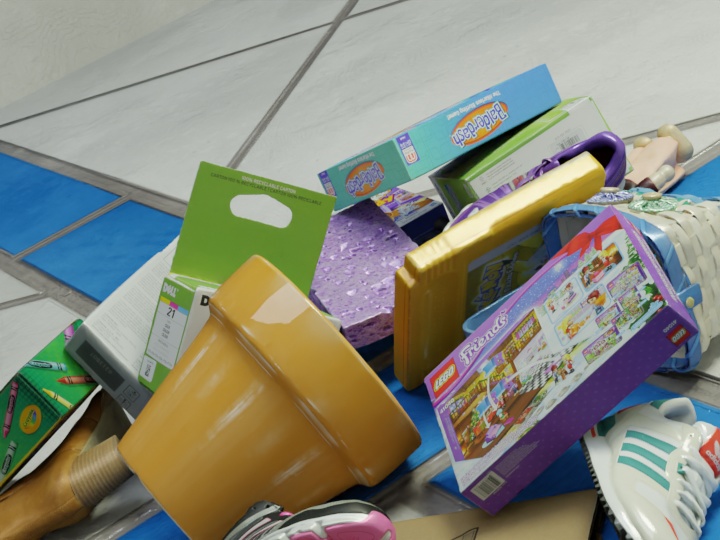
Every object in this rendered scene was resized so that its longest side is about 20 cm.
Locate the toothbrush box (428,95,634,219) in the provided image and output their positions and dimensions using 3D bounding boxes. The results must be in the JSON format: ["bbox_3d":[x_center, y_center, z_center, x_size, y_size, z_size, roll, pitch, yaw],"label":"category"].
[{"bbox_3d":[0.162,-0.095,1.563,0.145,0.087,0.200,-33,6,-3],"label":"toothbrush box"}]

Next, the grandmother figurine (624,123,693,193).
[{"bbox_3d":[0.255,-0.070,1.541,0.200,0.061,0.121,-45,3,-39],"label":"grandmother figurine"}]

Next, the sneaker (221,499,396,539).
[{"bbox_3d":[-0.049,0.195,1.116,0.199,0.074,0.088,-34,21,37],"label":"sneaker"}]

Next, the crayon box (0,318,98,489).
[{"bbox_3d":[-0.315,0.145,1.452,0.200,0.058,0.119,-45,3,28],"label":"crayon box"}]

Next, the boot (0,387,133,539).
[{"bbox_3d":[-0.274,0.180,1.449,0.143,0.071,0.201,-31,15,0],"label":"boot"}]

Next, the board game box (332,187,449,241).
[{"bbox_3d":[-0.016,-0.018,1.693,0.199,0.045,0.134,-30,22,-18],"label":"board game box"}]

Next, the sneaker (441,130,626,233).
[{"bbox_3d":[0.151,-0.063,1.412,0.199,0.081,0.084,-37,-17,-10],"label":"sneaker"}]

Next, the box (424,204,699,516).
[{"bbox_3d":[0.138,0.062,1.147,0.200,0.039,0.137,-44,30,17],"label":"box"}]

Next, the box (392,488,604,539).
[{"bbox_3d":[0.062,0.217,1.087,0.198,0.021,0.164,-13,23,22],"label":"box"}]

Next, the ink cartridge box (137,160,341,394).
[{"bbox_3d":[-0.092,0.023,1.378,0.146,0.202,0.076,13,5,-29],"label":"ink cartridge box"}]

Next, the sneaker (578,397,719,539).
[{"bbox_3d":[0.206,0.139,1.062,0.093,0.071,0.200,-26,18,7],"label":"sneaker"}]

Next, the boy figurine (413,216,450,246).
[{"bbox_3d":[0.028,0.025,1.520,0.199,0.065,0.124,-35,38,-23],"label":"boy figurine"}]

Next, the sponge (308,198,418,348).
[{"bbox_3d":[0.000,0.000,1.484,0.111,0.030,0.200,-24,32,-12],"label":"sponge"}]

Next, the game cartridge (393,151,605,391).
[{"bbox_3d":[0.116,0.005,1.361,0.199,0.177,0.032,-31,59,-18],"label":"game cartridge"}]

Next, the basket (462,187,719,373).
[{"bbox_3d":[0.198,0.016,1.268,0.199,0.140,0.176,-35,25,-26],"label":"basket"}]

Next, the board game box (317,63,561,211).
[{"bbox_3d":[0.076,-0.128,1.545,0.199,0.045,0.152,-28,5,-30],"label":"board game box"}]

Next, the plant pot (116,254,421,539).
[{"bbox_3d":[-0.083,0.124,1.251,0.183,0.201,0.200,-42,24,-8],"label":"plant pot"}]

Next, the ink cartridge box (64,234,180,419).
[{"bbox_3d":[-0.155,0.065,1.471,0.057,0.163,0.200,-43,3,37],"label":"ink cartridge box"}]
